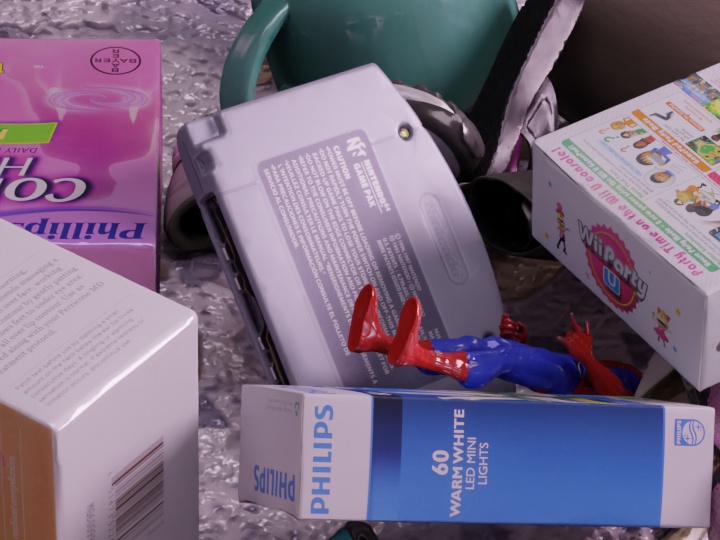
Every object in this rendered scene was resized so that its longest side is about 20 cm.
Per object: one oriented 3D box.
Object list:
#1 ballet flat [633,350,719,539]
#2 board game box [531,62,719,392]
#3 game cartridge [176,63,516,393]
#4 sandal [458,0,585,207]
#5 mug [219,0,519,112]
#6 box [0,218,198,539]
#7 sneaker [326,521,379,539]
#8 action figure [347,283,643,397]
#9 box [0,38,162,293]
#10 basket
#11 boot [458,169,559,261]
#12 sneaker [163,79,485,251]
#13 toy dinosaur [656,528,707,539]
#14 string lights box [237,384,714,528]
[{"bbox_3d":[0.172,0.073,1.269,0.071,0.069,0.200,-36,28,16],"label":"ballet flat"},{"bbox_3d":[0.206,-0.038,1.290,0.200,0.064,0.148,-21,42,-22],"label":"board game box"},{"bbox_3d":[0.000,0.000,1.338,0.133,0.041,0.201,-19,84,-22],"label":"game cartridge"},{"bbox_3d":[0.088,-0.075,1.461,0.048,0.075,0.201,32,72,-15],"label":"sandal"},{"bbox_3d":[0.007,-0.153,1.525,0.152,0.115,0.185,-6,29,24],"label":"mug"},{"bbox_3d":[-0.185,0.067,1.233,0.200,0.153,0.106,24,42,26],"label":"box"},{"bbox_3d":[0.033,0.165,1.181,0.199,0.084,0.121,-10,49,-14],"label":"sneaker"},{"bbox_3d":[0.091,0.048,1.308,0.200,0.052,0.065,20,-7,-34],"label":"action figure"},{"bbox_3d":[-0.196,-0.035,1.411,0.175,0.097,0.200,0,38,-3],"label":"box"},{"bbox_3d":[0.206,-0.110,1.508,0.200,0.136,0.180,27,70,37],"label":"basket"},{"bbox_3d":[0.159,-0.017,1.364,0.138,0.078,0.200,-8,13,-43],"label":"boot"},{"bbox_3d":[-0.022,-0.048,1.435,0.200,0.074,0.079,-11,43,30],"label":"sneaker"},{"bbox_3d":[0.199,0.095,1.309,0.088,0.048,0.200,6,37,29],"label":"toy dinosaur"},{"bbox_3d":[0.052,0.086,1.210,0.199,0.059,0.103,3,-1,-19],"label":"string lights box"}]
